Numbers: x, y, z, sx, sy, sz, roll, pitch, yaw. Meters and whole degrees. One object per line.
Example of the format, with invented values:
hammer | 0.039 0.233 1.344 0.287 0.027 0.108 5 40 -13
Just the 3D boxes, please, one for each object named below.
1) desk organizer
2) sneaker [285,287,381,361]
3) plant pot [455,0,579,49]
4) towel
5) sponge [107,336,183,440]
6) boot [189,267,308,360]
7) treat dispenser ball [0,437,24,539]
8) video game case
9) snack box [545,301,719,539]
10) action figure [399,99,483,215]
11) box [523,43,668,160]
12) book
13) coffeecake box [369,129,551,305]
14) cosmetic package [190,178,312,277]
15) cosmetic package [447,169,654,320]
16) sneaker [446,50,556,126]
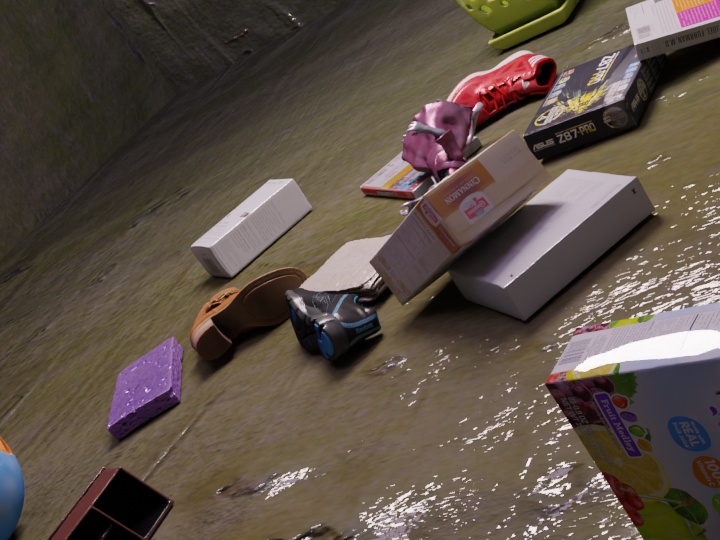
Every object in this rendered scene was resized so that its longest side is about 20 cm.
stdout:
desk organizer | -0.301 0.312 1.367 0.076 0.072 0.200 -17 25 35
sneaker | -0.039 0.063 1.554 0.081 0.074 0.200 -22 21 -16
plant pot | 0.300 -0.537 2.232 0.199 0.182 0.199 -18 25 38
towel | 0.000 0.000 1.672 0.132 0.035 0.199 -43 20 -28
sponge | -0.318 0.173 1.792 0.111 0.030 0.200 -33 19 5
boot | -0.173 0.048 1.790 0.199 0.074 0.155 -33 15 -3
treat dispenser ball | -0.551 0.300 1.610 0.200 0.202 0.201 -30 19 12
video game case | 0.094 -0.167 1.939 0.143 0.018 0.200 -40 19 -16
snack box | 0.248 0.105 0.791 0.199 0.169 0.068 -16 26 44
action figure | 0.127 -0.158 1.780 0.147 0.135 0.201 1 35 -16
box | 0.328 -0.240 1.675 0.160 0.049 0.200 -15 26 37
book | 0.469 -0.353 1.647 0.198 0.048 0.134 -14 29 15
coffeecake box | 0.114 -0.059 1.424 0.153 0.073 0.200 -36 -6 -27
cosmetic package | -0.192 -0.076 2.115 0.200 0.074 0.101 -44 21 -21
cosmetic package | 0.213 -0.034 1.367 0.199 0.052 0.151 -39 16 -11
sneaker | 0.227 -0.290 1.923 0.199 0.079 0.115 -40 18 -11
